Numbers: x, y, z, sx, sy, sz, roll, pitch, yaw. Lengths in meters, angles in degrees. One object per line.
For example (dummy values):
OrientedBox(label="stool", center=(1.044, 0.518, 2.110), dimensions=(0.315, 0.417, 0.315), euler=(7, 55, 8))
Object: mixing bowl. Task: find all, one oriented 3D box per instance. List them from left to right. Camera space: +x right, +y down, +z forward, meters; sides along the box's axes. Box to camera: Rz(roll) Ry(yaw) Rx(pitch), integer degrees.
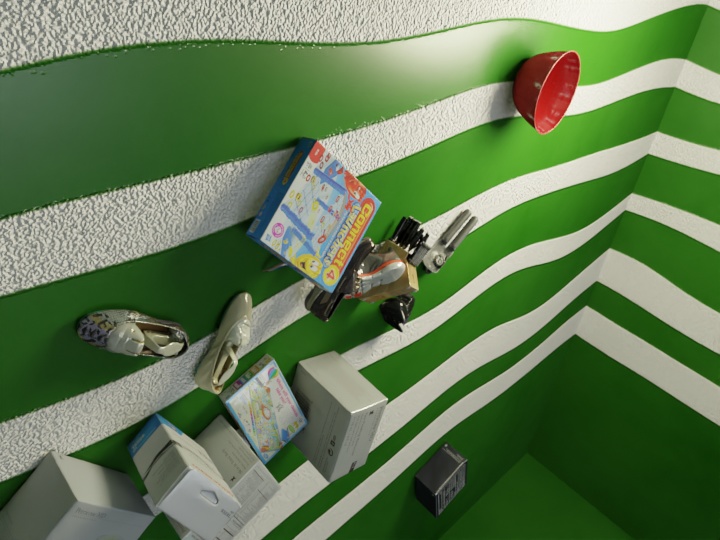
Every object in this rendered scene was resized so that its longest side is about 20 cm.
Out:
OrientedBox(label="mixing bowl", center=(0.451, -0.460, 1.498), dimensions=(0.198, 0.107, 0.205), euler=(-33, 141, -32))

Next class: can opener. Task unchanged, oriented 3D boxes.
OrientedBox(label="can opener", center=(0.237, -0.075, 1.608), dimensions=(0.201, 0.053, 0.067), euler=(-49, 178, -13))

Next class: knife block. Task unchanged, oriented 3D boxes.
OrientedBox(label="knife block", center=(0.073, -0.031, 1.415), dimensions=(0.064, 0.194, 0.182), euler=(24, 54, -62))

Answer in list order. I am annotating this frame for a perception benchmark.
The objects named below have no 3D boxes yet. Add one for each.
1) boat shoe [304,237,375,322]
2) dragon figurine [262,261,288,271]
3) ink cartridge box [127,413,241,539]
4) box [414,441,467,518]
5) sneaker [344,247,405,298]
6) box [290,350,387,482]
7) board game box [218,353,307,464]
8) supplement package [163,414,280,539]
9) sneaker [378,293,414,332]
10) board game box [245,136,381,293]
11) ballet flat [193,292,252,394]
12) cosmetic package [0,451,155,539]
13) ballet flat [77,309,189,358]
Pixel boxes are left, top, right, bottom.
OrientedBox(label="boat shoe", center=(-0.031, 0.022, 1.239), dimensions=(0.201, 0.073, 0.074), euler=(-49, 169, 9))
OrientedBox(label="dragon figurine", center=(-0.096, -0.032, 1.188), dimensions=(0.200, 0.058, 0.101), euler=(-45, 145, -20))
OrientedBox(label="ink cartridge box", center=(-0.318, 0.367, 1.070), dimensions=(0.084, 0.198, 0.146), euler=(-46, 125, -14))
OrientedBox(label="box", center=(0.321, 0.835, 2.386), dimensions=(0.197, 0.122, 0.204), euler=(-38, 141, -28))
OrientedBox(label="sneaker", center=(0.000, 0.000, 1.340), dimensions=(0.194, 0.084, 0.078), euler=(-15, 149, -18))
OrientedBox(label="box", center=(-0.066, 0.337, 1.404), dimensions=(0.128, 0.198, 0.204), euler=(-9, 125, -46))
OrientedBox(label="board game box", center=(-0.205, 0.302, 1.293), dimensions=(0.133, 0.034, 0.204), euler=(-38, 125, -25))
OrientedBox(label="supplement package", center=(-0.299, 0.448, 1.238), dimensions=(0.199, 0.150, 0.153), euler=(-43, 144, -19))
OrientedBox(label="sneaker", center=(0.099, 0.085, 1.512), dimensions=(0.089, 0.075, 0.201), euler=(-56, 169, -12))
OrientedBox(label="board game box", center=(-0.079, -0.097, 1.089), dimensions=(0.195, 0.055, 0.204), euler=(37, 79, -40))
OrientedBox(label="ballet flat", center=(-0.246, 0.143, 1.134), dimensions=(0.069, 0.069, 0.204), euler=(17, 103, -55))
OrientedBox(label="cosmetic package", center=(-0.496, 0.444, 1.010), dimensions=(0.202, 0.122, 0.200), euler=(-52, 147, -9))
OrientedBox(label="ballet flat", center=(-0.353, 0.108, 0.964), dimensions=(0.198, 0.071, 0.074), euler=(19, 103, -56))
